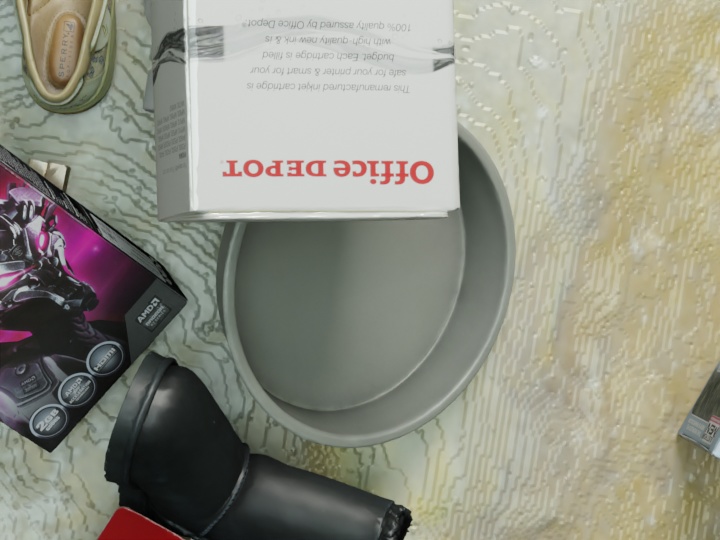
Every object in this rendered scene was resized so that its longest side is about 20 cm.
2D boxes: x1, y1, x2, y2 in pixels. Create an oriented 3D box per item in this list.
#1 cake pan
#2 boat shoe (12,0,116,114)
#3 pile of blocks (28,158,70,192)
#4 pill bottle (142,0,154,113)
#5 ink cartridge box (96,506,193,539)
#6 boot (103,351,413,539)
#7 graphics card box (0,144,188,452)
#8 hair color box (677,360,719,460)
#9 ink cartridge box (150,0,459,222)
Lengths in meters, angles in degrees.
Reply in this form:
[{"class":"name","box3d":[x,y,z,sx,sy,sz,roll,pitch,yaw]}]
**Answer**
[{"class":"cake pan","box3d":[0.000,0.000,1.142,0.200,0.037,0.200,-9,106,-34]},{"class":"boat shoe","box3d":[-0.169,-0.192,1.161,0.073,0.063,0.200,-3,91,-2]},{"class":"pile of blocks","box3d":[-0.258,-0.010,1.163,0.200,0.062,0.082,-37,93,-2]},{"class":"pill bottle","box3d":[-0.060,-0.180,1.140,0.116,0.116,0.200,11,91,-3]},{"class":"ink cartridge box","box3d":[-0.114,0.261,1.131,0.175,0.084,0.200,31,114,-3]},{"class":"boot","box3d":[-0.054,0.124,1.114,0.162,0.198,0.073,21,66,7]},{"class":"graphics card box","box3d":[-0.208,0.003,1.118,0.125,0.051,0.200,-47,128,3]},{"class":"hair color box","box3d":[0.293,0.126,1.173,0.200,0.099,0.061,30,90,-3]},{"class":"ink cartridge box","box3d":[-0.032,-0.124,1.039,0.147,0.083,0.200,0,88,-20]}]
